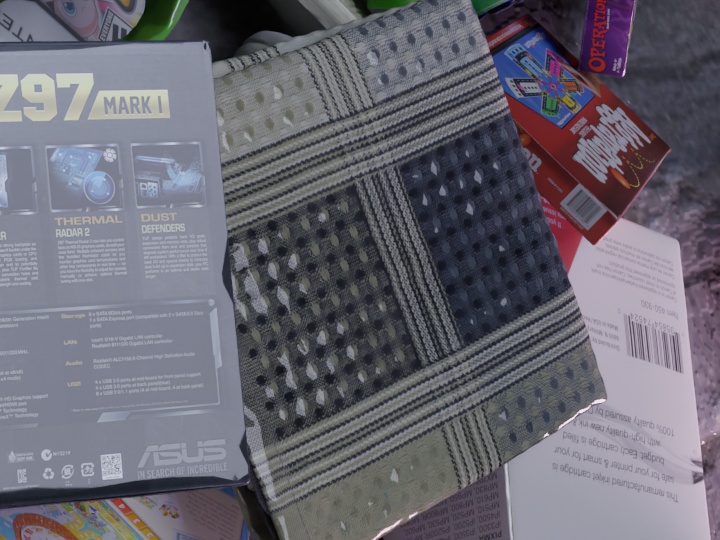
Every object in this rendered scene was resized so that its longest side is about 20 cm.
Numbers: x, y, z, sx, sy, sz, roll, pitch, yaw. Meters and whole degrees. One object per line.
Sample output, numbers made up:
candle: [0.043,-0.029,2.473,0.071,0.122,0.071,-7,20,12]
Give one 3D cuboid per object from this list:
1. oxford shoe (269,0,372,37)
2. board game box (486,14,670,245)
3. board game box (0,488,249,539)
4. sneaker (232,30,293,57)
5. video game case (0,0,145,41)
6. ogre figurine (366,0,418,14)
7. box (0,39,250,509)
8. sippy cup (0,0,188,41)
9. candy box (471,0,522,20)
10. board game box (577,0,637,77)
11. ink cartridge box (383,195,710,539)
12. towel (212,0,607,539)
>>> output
oxford shoe: [-0.002,-0.093,1.078,0.200,0.058,0.075,43,21,-24]
board game box: [0.094,-0.071,1.125,0.103,0.019,0.200,45,18,1]
board game box: [-0.129,0.106,0.867,0.200,0.034,0.135,34,51,-35]
sneaker: [-0.023,-0.012,1.013,0.081,0.075,0.200,-19,70,-8]
video game case: [-0.143,-0.172,0.980,0.181,0.025,0.200,39,48,-31]
ogre figurine: [0.012,-0.194,1.026,0.200,0.120,0.098,45,18,-17]
box: [-0.141,0.004,0.791,0.200,0.051,0.158,-4,86,-28]
sippy cup: [-0.133,-0.161,0.875,0.178,0.140,0.130,41,52,5]
candy box: [0.026,-0.245,1.163,0.200,0.077,0.169,45,44,-24]
board game box: [0.142,-0.203,1.231,0.200,0.032,0.120,-72,165,-53]
ink cartridge box: [0.082,0.073,1.081,0.147,0.083,0.200,19,60,-42]
towel: [0.000,0.000,0.934,0.200,0.035,0.193,-25,98,-40]
